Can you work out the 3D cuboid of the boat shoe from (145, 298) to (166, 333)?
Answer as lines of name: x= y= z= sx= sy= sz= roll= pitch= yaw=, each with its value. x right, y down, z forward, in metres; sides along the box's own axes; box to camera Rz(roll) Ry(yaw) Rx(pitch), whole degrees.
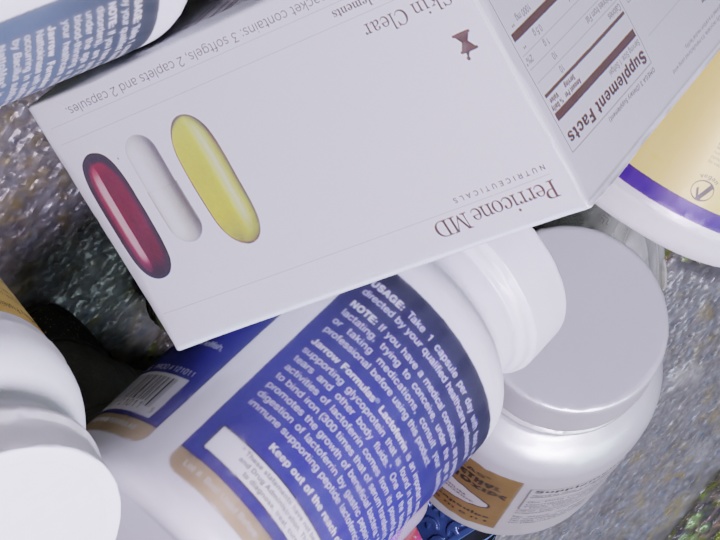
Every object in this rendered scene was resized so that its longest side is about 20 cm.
boat shoe: x=0.000 y=0.000 z=1.174 sx=0.199 sy=0.074 sz=0.076 roll=-21 pitch=131 yaw=-30

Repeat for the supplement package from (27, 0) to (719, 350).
supplement package: x=0.011 y=-0.076 z=0.937 sx=0.199 sy=0.111 sz=0.156 roll=-20 pitch=-162 yaw=39

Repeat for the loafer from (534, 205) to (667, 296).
loafer: x=0.132 y=0.004 z=1.332 sx=0.070 sy=0.070 sz=0.200 roll=-52 pitch=160 yaw=-18

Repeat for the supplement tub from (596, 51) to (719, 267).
supplement tub: x=0.182 y=-0.118 z=1.176 sx=0.145 sy=0.145 sz=0.201 roll=1 pitch=127 yaw=-47

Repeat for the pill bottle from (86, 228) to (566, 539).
pill bottle: x=-0.015 y=0.053 z=1.021 sx=0.200 sy=0.115 sz=0.116 roll=-43 pitch=150 yaw=-26

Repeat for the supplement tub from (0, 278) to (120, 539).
supplement tub: x=-0.187 y=0.044 z=0.916 sx=0.144 sy=0.200 sz=0.145 roll=-28 pitch=144 yaw=-22

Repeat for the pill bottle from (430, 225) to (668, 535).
pill bottle: x=0.084 y=0.053 z=1.239 sx=0.114 sy=0.115 sz=0.200 roll=-32 pitch=168 yaw=-15

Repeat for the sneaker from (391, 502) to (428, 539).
sneaker: x=-0.009 y=0.091 z=1.185 sx=0.080 sy=0.200 sz=0.089 roll=14 pitch=83 yaw=-10

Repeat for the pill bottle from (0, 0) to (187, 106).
pill bottle: x=-0.124 y=-0.120 z=0.873 sx=0.199 sy=0.120 sz=0.120 roll=-25 pitch=143 yaw=-25

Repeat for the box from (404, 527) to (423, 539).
box: x=-0.056 y=0.200 z=1.279 sx=0.199 sy=0.096 sz=0.100 roll=-27 pitch=178 yaw=-32

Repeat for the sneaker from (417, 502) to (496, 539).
sneaker: x=0.040 y=0.139 z=1.402 sx=0.201 sy=0.070 sz=0.078 roll=-64 pitch=165 yaw=19

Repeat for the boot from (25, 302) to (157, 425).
boot: x=-0.082 y=0.096 z=1.152 sx=0.068 sy=0.131 sz=0.200 roll=-48 pitch=147 yaw=8
